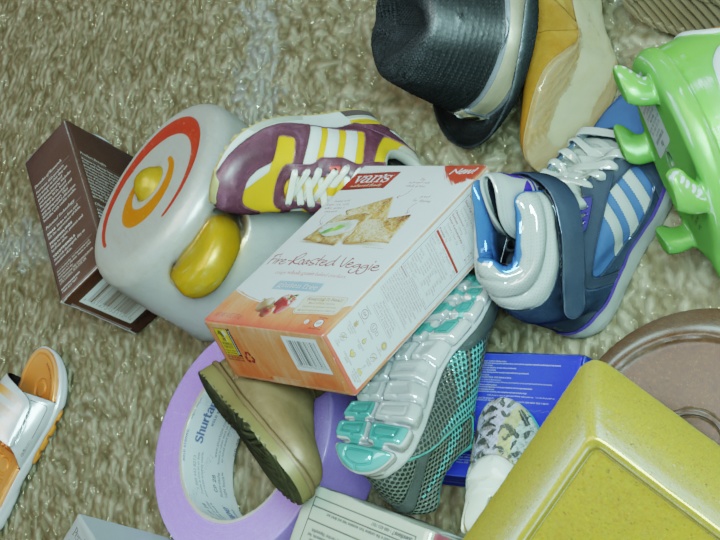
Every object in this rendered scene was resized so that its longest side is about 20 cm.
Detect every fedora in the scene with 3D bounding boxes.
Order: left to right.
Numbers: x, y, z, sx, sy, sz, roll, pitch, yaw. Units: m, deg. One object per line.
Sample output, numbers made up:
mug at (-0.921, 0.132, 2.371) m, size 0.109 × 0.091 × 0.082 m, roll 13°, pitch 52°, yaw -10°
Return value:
fedora at (0.063, -0.192, 1.133) m, size 0.200 × 0.091 × 0.203 m, roll -173°, pitch 90°, yaw -71°

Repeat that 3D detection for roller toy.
roller toy at (-0.139, -0.043, 1.245) m, size 0.182 × 0.139 × 0.202 m, roll -23°, pitch 43°, yaw 45°

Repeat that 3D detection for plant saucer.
plant saucer at (0.161, 0.191, 0.863) m, size 0.199 × 0.048 × 0.201 m, roll 36°, pitch 103°, yaw 14°
plant saucer at (0.214, 0.118, 0.911) m, size 0.198 × 0.034 × 0.202 m, roll -10°, pitch 69°, yaw 25°

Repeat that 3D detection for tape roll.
tape roll at (-0.079, 0.146, 1.177) m, size 0.199 × 0.065 × 0.202 m, roll -20°, pitch 57°, yaw 34°

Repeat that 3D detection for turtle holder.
turtle holder at (0.251, -0.076, 0.927) m, size 0.131 × 0.141 × 0.186 m, roll -22°, pitch 49°, yaw 1°

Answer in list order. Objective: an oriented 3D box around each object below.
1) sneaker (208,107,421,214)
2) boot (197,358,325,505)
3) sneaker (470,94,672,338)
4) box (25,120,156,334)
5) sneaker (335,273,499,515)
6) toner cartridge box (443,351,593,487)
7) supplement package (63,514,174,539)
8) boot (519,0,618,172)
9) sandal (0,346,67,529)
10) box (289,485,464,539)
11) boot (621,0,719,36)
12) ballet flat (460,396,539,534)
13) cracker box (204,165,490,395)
sneaker at (-0.029, -0.077, 1.153) m, size 0.090 × 0.199 × 0.075 m, roll 39°, pitch 131°, yaw 29°
boot at (-0.008, 0.064, 1.068) m, size 0.199 × 0.066 × 0.175 m, roll -32°, pitch 40°, yaw -12°
sneaker at (0.147, -0.060, 1.008) m, size 0.080 × 0.146 × 0.202 m, roll 16°, pitch 81°, yaw 45°
box at (-0.256, -0.044, 1.409) m, size 0.075 × 0.100 × 0.201 m, roll -40°, pitch 47°, yaw 21°
sneaker at (0.052, 0.087, 1.013) m, size 0.077 × 0.092 × 0.201 m, roll -2°, pitch 42°, yaw 39°
toner cartridge box at (0.085, 0.110, 1.057) m, size 0.199 × 0.043 × 0.096 m, roll 0°, pitch 69°, yaw 42°
supplement package at (-0.180, 0.338, 1.117) m, size 0.191 × 0.147 × 0.201 m, roll 38°, pitch 98°, yaw 46°
boot at (0.141, -0.180, 1.143) m, size 0.144 × 0.070 × 0.203 m, roll 19°, pitch 90°, yaw 58°
sandal at (-0.357, 0.171, 1.426) m, size 0.079 × 0.059 × 0.208 m, roll 16°, pitch 81°, yaw 45°
box at (0.005, 0.270, 1.006) m, size 0.127 × 0.109 × 0.202 m, roll 13°, pitch 80°, yaw 45°
boot at (0.297, -0.254, 1.040) m, size 0.199 × 0.072 × 0.167 m, roll 2°, pitch 60°, yaw 45°
ballet flat at (0.102, 0.183, 0.948) m, size 0.072 × 0.072 × 0.202 m, roll -20°, pitch 76°, yaw 35°
cracker box at (0.000, 0.000, 1.044) m, size 0.133 × 0.058 × 0.200 m, roll 3°, pitch 39°, yaw 47°
